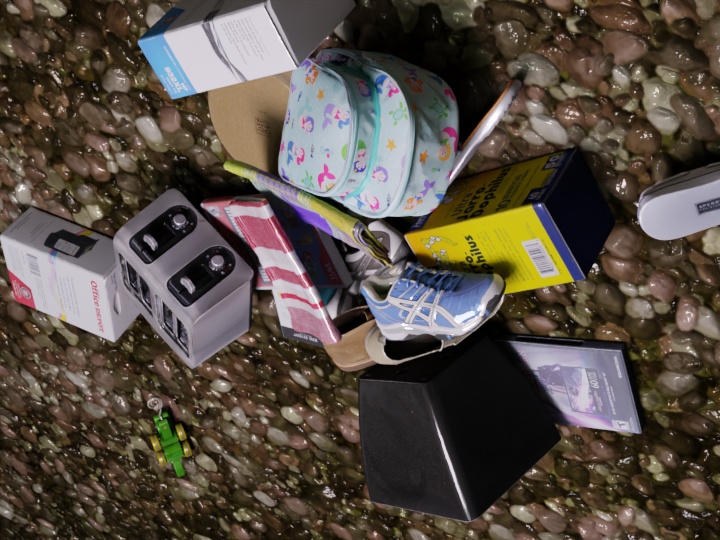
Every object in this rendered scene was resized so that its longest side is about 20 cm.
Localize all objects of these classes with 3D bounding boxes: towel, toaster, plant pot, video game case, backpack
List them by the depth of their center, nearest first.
[{"bbox_3d":[0.010,-0.148,1.332,0.199,0.150,0.179,28,114,42],"label":"backpack"},{"bbox_3d":[-0.058,-0.068,1.424,0.199,0.023,0.144,29,176,21],"label":"towel"},{"bbox_3d":[-0.098,-0.001,1.530,0.201,0.023,0.144,62,163,-14],"label":"towel"},{"bbox_3d":[0.263,0.146,1.588,0.199,0.019,0.144,2,129,32],"label":"video game case"},{"bbox_3d":[0.110,0.187,1.595,0.199,0.199,0.179,-2,115,50],"label":"plant pot"},{"bbox_3d":[-0.113,-0.037,1.597,0.199,0.017,0.144,-2,123,44],"label":"video game case"},{"bbox_3d":[-0.240,0.015,1.674,0.181,0.118,0.200,47,157,17],"label":"toaster"}]

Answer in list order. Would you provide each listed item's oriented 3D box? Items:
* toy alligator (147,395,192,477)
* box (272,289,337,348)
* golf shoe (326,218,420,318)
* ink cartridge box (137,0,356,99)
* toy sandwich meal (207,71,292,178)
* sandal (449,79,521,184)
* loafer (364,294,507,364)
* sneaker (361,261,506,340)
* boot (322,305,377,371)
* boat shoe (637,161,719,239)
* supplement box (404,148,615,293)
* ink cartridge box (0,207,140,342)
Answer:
[{"bbox_3d":[-0.338,0.276,2.106,0.054,0.059,0.201,-126,19,-49],"label":"toy alligator"},{"bbox_3d":[-0.079,0.013,1.676,0.082,0.049,0.201,13,134,26],"label":"box"},{"bbox_3d":[0.000,0.000,1.601,0.095,0.078,0.200,49,131,0],"label":"golf shoe"},{"bbox_3d":[-0.127,-0.279,1.363,0.199,0.145,0.084,-6,125,38],"label":"ink cartridge box"},{"bbox_3d":[-0.097,-0.188,1.493,0.204,0.070,0.206,21,135,23],"label":"toy sandwich meal"},{"bbox_3d":[0.109,-0.154,1.376,0.059,0.079,0.207,37,131,0],"label":"sandal"},{"bbox_3d":[0.100,0.064,1.512,0.199,0.068,0.076,-32,104,2],"label":"loafer"},{"bbox_3d":[0.079,0.032,1.397,0.199,0.076,0.077,-14,123,43],"label":"sneaker"},{"bbox_3d":[0.044,0.068,1.566,0.199,0.074,0.076,-24,143,10],"label":"boot"},{"bbox_3d":[0.383,-0.087,1.249,0.198,0.066,0.074,-8,118,15],"label":"boat shoe"},{"bbox_3d":[0.171,-0.048,1.399,0.199,0.109,0.110,-13,120,42],"label":"supplement box"},{"bbox_3d":[-0.451,0.007,1.905,0.199,0.083,0.147,21,137,18],"label":"ink cartridge box"}]
